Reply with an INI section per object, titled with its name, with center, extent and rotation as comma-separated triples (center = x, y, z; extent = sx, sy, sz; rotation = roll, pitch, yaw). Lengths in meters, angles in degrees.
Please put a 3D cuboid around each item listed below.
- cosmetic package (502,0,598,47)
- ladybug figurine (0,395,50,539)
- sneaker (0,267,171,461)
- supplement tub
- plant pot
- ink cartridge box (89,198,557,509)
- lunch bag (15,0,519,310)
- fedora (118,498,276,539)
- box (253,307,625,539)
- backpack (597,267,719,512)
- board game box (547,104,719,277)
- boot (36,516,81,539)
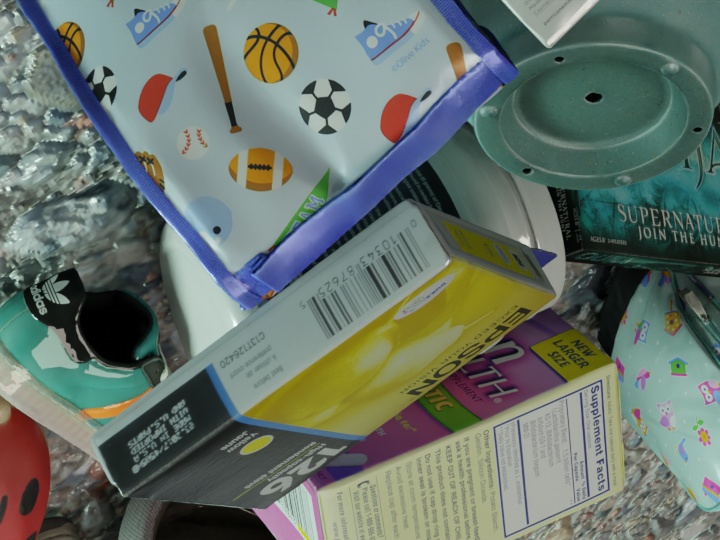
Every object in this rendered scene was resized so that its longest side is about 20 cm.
[cosmetic package]
center = 0.040, -0.202, 0.876
extent = 0.085, 0.200, 0.108
rotation = -44, -172, 13
[ladybug figurine]
center = -0.244, 0.152, 1.179
extent = 0.135, 0.072, 0.200
rotation = -1, 133, -39
[sneaker]
center = -0.134, 0.062, 1.165
extent = 0.080, 0.071, 0.200
rotation = -37, 144, 11
[supplement tub]
center = 0.000, 0.000, 1.144
extent = 0.199, 0.141, 0.141
rotation = -22, 143, -18
[plant pot]
center = 0.115, -0.127, 1.024
extent = 0.199, 0.135, 0.201
rotation = 0, 146, 0
[ink cartridge box]
center = -0.003, 0.050, 0.998
extent = 0.197, 0.047, 0.200
rotation = -38, 157, 16
[lunch bag]
center = -0.038, -0.100, 0.941
extent = 0.170, 0.200, 0.124
rotation = -42, 145, 9
[fedora]
center = -0.072, 0.190, 1.322
extent = 0.199, 0.177, 0.090
rotation = -16, 171, -29
[box]
center = 0.028, 0.088, 1.223
extent = 0.199, 0.176, 0.097
rotation = -20, 125, -19
[backpack]
center = 0.250, 0.070, 1.386
extent = 0.126, 0.200, 0.167
rotation = -19, 143, -22
[board game box]
center = 0.179, -0.067, 1.227
extent = 0.200, 0.136, 0.028
rotation = 5, 162, -45
[boot]
center = -0.164, 0.265, 1.308
extent = 0.073, 0.154, 0.204
rotation = -28, 145, -9
